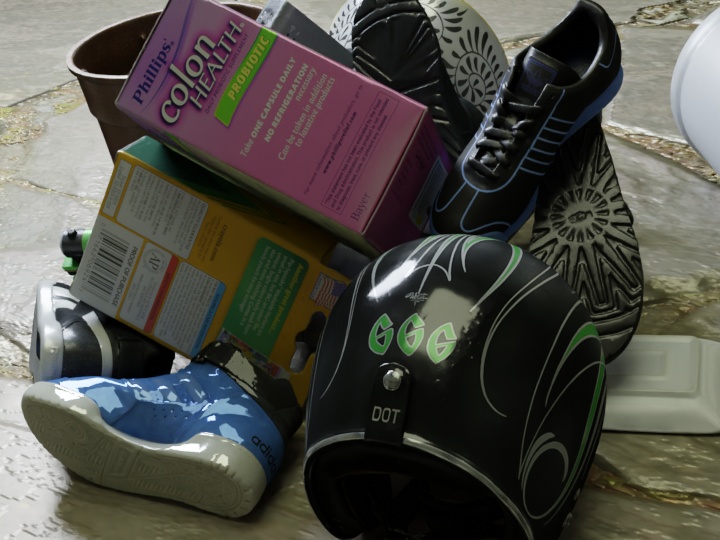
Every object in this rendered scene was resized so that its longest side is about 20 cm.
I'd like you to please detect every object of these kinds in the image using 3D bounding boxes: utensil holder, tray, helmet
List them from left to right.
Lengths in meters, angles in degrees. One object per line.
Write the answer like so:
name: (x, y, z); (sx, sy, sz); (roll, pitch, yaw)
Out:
helmet: (0.062, 0.074, 0.740); (0.197, 0.201, 0.192); (5, 49, 25)
tray: (0.162, 0.074, 0.863); (0.197, 0.022, 0.108); (0, 30, 17)
utensil holder: (0.372, -0.123, 1.001); (0.167, 0.172, 0.201); (-10, 31, -1)

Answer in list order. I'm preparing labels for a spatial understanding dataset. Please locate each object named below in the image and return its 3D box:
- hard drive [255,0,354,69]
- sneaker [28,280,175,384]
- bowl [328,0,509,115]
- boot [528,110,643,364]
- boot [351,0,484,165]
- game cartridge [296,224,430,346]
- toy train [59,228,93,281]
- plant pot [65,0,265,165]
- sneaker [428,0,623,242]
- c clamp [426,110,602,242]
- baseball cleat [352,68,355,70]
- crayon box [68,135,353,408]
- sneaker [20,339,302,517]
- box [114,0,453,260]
hard drive: (-0.081, -0.120, 1.053); (0.033, 0.139, 0.201); (34, 93, 41)
sneaker: (-0.208, 0.061, 0.967); (0.110, 0.074, 0.200); (6, 12, -18)
bowl: (0.040, -0.168, 1.157); (0.198, 0.203, 0.095); (5, 39, 24)
boot: (0.173, -0.007, 0.904); (0.078, 0.158, 0.214); (-5, 63, 13)
boot: (0.068, -0.139, 1.029); (0.073, 0.201, 0.162); (-22, -3, 20)
game cartridge: (0.000, 0.000, 0.999); (0.128, 0.039, 0.201); (10, 32, 8)
toy train: (-0.151, -0.015, 0.948); (0.197, 0.057, 0.042); (-2, 51, 16)
plant pot: (-0.158, -0.127, 1.133); (0.197, 0.201, 0.201); (-7, 29, 4)
sneaker: (0.110, -0.101, 0.832); (0.070, 0.078, 0.201); (32, 79, 29)
c clamp: (0.136, -0.075, 0.983); (0.027, 0.171, 0.200); (39, 78, 22)
baseball cleat: (-0.049, -0.107, 1.013); (0.105, 0.070, 0.202); (13, 54, 12)
crayon box: (-0.104, 0.005, 0.887); (0.198, 0.127, 0.052); (29, 24, 5)
sneaker: (-0.136, 0.097, 0.850); (0.197, 0.078, 0.112); (10, 40, 24)
box: (-0.046, -0.096, 0.865); (0.198, 0.098, 0.176); (27, -3, 13)
